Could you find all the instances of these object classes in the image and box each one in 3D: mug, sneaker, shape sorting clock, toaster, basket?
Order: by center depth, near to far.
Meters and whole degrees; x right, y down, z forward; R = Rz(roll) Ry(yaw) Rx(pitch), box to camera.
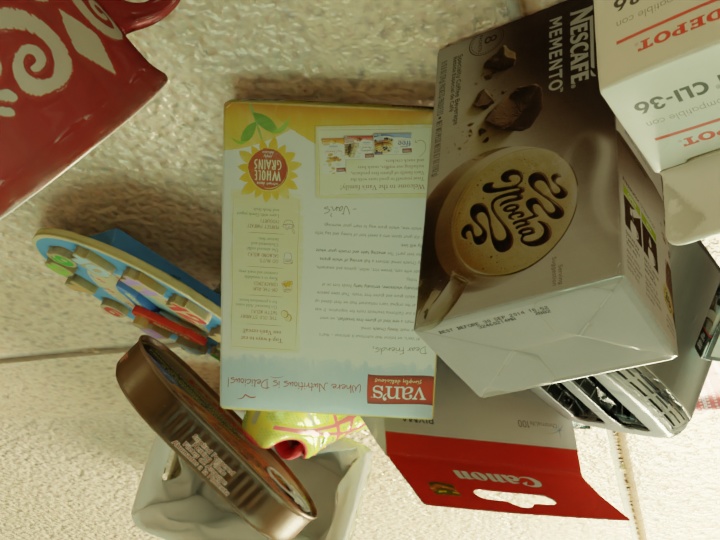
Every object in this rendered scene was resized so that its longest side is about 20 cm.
[{"bbox_3d":[-0.197,-0.145,0.512,0.133,0.178,0.200,-21,114,41],"label":"mug"},{"bbox_3d":[0.171,0.028,0.718,0.113,0.130,0.200,4,154,41],"label":"toaster"},{"bbox_3d":[-0.164,0.026,0.811,0.199,0.039,0.200,21,159,9],"label":"shape sorting clock"},{"bbox_3d":[-0.039,0.121,0.902,0.078,0.091,0.200,33,-176,32],"label":"sneaker"},{"bbox_3d":[-0.094,0.208,1.001,0.198,0.137,0.123,15,169,11],"label":"basket"}]

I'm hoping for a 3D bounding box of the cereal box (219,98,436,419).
[{"bbox_3d":[-0.018,-0.006,0.677,0.142,0.202,0.040,4,-168,3],"label":"cereal box"}]

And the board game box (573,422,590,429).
[{"bbox_3d":[0.141,0.085,0.920,0.134,0.028,0.201,0,146,7],"label":"board game box"}]

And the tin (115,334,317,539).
[{"bbox_3d":[-0.114,0.134,0.830,0.042,0.112,0.200,-43,96,4],"label":"tin"}]

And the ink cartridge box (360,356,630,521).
[{"bbox_3d":[0.084,0.105,0.752,0.159,0.200,0.048,9,105,-21],"label":"ink cartridge box"}]

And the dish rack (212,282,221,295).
[{"bbox_3d":[0.000,0.000,0.797,0.171,0.044,0.200,25,142,-26],"label":"dish rack"}]

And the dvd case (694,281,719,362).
[{"bbox_3d":[0.309,-0.022,0.653,0.145,0.022,0.202,9,114,-7],"label":"dvd case"}]

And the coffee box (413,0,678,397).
[{"bbox_3d":[0.101,-0.045,0.570,0.112,0.201,0.080,-16,139,30],"label":"coffee box"}]

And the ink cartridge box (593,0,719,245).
[{"bbox_3d":[0.164,-0.120,0.446,0.116,0.201,0.067,-19,141,31],"label":"ink cartridge box"}]

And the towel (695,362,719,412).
[{"bbox_3d":[0.321,0.085,0.903,0.198,0.023,0.145,-10,143,22],"label":"towel"}]
